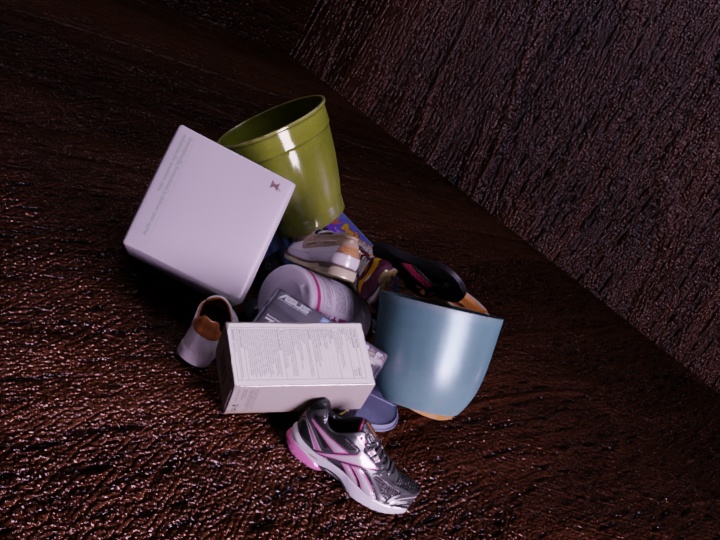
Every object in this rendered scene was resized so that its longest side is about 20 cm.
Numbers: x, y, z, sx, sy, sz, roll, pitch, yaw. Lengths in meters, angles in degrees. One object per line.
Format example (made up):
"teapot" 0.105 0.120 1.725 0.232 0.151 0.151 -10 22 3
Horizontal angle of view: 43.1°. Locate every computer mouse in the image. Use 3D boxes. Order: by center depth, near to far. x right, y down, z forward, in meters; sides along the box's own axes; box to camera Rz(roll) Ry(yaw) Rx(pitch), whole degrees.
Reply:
"computer mouse" -0.135 0.067 1.545 0.058 0.034 0.199 38 17 20

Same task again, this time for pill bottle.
"pill bottle" -0.070 0.067 1.502 0.113 0.114 0.199 43 11 32

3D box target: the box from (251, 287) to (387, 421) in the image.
"box" -0.078 0.136 1.319 0.198 0.049 0.162 32 43 4

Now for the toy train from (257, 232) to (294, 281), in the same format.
"toy train" -0.185 -0.065 1.627 0.202 0.086 0.114 61 10 -5

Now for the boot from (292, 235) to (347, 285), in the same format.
"boot" -0.080 -0.035 1.726 0.147 0.070 0.201 57 -6 29

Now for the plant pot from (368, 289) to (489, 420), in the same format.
"plant pot" 0.130 0.125 1.598 0.198 0.185 0.201 29 17 -10

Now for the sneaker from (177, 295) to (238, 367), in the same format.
"sneaker" -0.203 0.072 1.324 0.072 0.086 0.200 29 13 -5

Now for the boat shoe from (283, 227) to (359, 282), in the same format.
"boat shoe" -0.056 -0.030 1.454 0.074 0.070 0.199 20 -3 -32

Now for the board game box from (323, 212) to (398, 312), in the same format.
"board game box" -0.006 -0.020 1.725 0.200 0.045 0.135 48 -16 23

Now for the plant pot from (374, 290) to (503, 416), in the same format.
"plant pot" 0.109 0.132 1.419 0.197 0.164 0.201 13 1 0

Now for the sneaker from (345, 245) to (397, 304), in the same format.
"sneaker" 0.000 0.000 1.527 0.090 0.075 0.200 42 -9 -6

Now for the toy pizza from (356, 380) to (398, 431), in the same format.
"toy pizza" -0.029 0.186 1.413 0.198 0.032 0.201 31 18 -11

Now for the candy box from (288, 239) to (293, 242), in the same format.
"candy box" -0.192 -0.098 1.751 0.198 0.116 0.055 19 21 -37

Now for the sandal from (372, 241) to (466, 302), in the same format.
"sandal" 0.090 0.012 1.512 0.198 0.076 0.045 24 51 34

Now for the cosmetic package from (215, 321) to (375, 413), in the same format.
"cosmetic package" -0.090 0.130 1.234 0.196 0.074 0.105 3 52 -22

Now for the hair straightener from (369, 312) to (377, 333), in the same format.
"hair straightener" 0.011 0.103 1.713 0.198 0.041 0.077 26 18 -36

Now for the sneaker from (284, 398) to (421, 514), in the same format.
"sneaker" 0.000 0.244 1.209 0.198 0.087 0.081 31 19 -8

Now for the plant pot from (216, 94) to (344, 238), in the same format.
"plant pot" -0.118 -0.168 1.564 0.201 0.197 0.196 -97 166 -69

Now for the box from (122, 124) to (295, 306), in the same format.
"box" -0.232 -0.076 1.392 0.198 0.202 0.171 27 -9 -10
